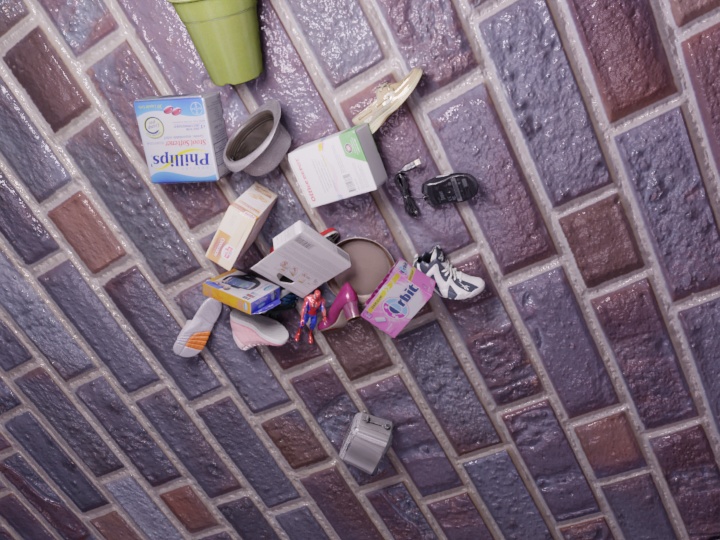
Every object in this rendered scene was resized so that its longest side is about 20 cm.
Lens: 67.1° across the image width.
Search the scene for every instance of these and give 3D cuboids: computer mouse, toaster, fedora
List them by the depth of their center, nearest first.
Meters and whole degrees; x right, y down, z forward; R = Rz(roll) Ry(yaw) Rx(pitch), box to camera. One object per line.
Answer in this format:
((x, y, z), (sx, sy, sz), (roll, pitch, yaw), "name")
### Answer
((-0.236, -0.303, 1.311), (0.199, 0.178, 0.090), (-39, 134, 14), "fedora")
((0.182, -0.220, 1.332), (0.198, 0.046, 0.141), (-17, 116, 28), "computer mouse")
((0.017, 0.532, 1.670), (0.128, 0.114, 0.202), (23, 118, 2), "toaster")

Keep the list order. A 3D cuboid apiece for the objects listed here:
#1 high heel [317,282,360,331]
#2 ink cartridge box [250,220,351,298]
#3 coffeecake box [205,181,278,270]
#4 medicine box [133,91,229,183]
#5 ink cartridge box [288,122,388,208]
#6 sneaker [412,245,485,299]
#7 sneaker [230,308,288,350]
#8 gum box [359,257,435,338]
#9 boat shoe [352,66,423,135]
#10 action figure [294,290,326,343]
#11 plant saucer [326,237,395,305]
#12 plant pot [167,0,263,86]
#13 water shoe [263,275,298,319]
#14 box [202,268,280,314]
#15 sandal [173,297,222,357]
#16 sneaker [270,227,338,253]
((-0.066, 0.107, 1.506), (0.199, 0.067, 0.097), (-29, 70, 47), "high heel")
((-0.151, -0.024, 1.383), (0.175, 0.045, 0.199), (-32, 139, 23), "ink cartridge box")
((-0.295, -0.115, 1.365), (0.073, 0.200, 0.154), (30, 115, -7), "coffeecake box")
((-0.433, -0.327, 1.342), (0.180, 0.103, 0.202), (-1, 114, 9), "medicine box")
((-0.055, -0.249, 1.304), (0.198, 0.088, 0.147), (-12, 112, 30), "ink cartridge box")
((0.224, -0.003, 1.405), (0.197, 0.080, 0.131), (7, 125, 17), "sneaker")
((-0.291, 0.189, 1.560), (0.199, 0.075, 0.106), (21, 121, 23), "sneaker")
((0.093, 0.078, 1.416), (0.113, 0.066, 0.201), (32, 128, -4), "gum box")
((0.061, -0.398, 1.254), (0.065, 0.072, 0.200), (42, 119, -13), "boat shoe")
((-0.137, 0.144, 1.492), (0.064, 0.100, 0.201), (9, 130, -12), "action figure")
((0.000, 0.000, 1.468), (0.198, 0.032, 0.202), (4, 115, 8), "plant saucer")
((-0.297, -0.522, 1.201), (0.197, 0.201, 0.191), (-4, 127, 10), "plant pot")
((-0.200, 0.063, 1.518), (0.199, 0.072, 0.079), (-35, 127, 25), "water shoe")
((-0.310, 0.057, 1.453), (0.198, 0.119, 0.042), (16, 118, 28), "box")
((-0.475, 0.163, 1.607), (0.079, 0.059, 0.208), (33, 95, -25), "sandal")
((-0.155, -0.073, 1.437), (0.198, 0.077, 0.086), (-25, 70, 5), "sneaker")
